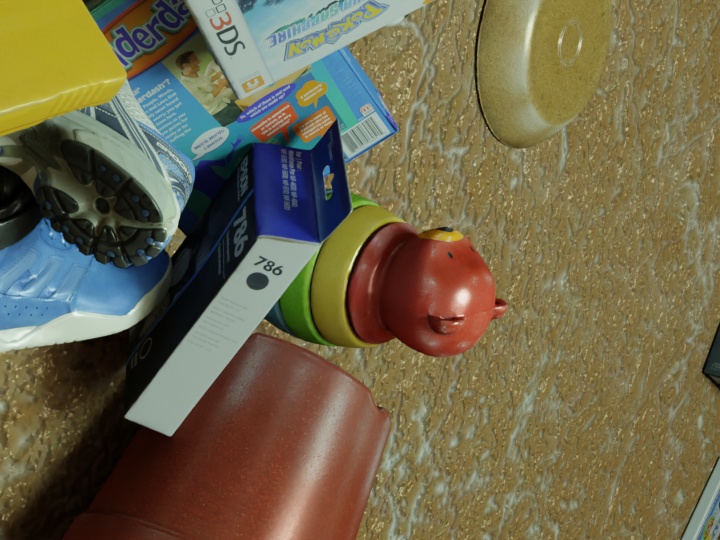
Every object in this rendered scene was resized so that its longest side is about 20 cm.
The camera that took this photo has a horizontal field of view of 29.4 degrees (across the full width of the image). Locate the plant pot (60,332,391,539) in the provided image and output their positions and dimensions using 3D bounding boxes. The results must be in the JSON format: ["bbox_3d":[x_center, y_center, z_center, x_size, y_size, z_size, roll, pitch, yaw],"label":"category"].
[{"bbox_3d":[-0.083,0.156,0.895,0.196,0.200,0.201,-65,145,-25],"label":"plant pot"}]

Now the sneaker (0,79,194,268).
[{"bbox_3d":[-0.168,-0.089,0.713,0.200,0.077,0.085,45,33,-7],"label":"sneaker"}]

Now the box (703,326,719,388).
[{"bbox_3d":[0.528,0.097,1.810,0.200,0.051,0.158,34,77,-53],"label":"box"}]

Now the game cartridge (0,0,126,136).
[{"bbox_3d":[-0.226,-0.128,0.611,0.200,0.032,0.177,-26,80,-47],"label":"game cartridge"}]

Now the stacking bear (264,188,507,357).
[{"bbox_3d":[0.000,0.000,0.917,0.121,0.200,0.114,-4,108,-53],"label":"stacking bear"}]

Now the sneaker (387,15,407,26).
[{"bbox_3d":[-0.049,-0.166,0.900,0.201,0.067,0.108,17,93,-53],"label":"sneaker"}]

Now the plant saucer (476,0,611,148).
[{"bbox_3d":[0.172,-0.203,1.211,0.200,0.035,0.201,-27,125,-46],"label":"plant saucer"}]

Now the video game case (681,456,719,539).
[{"bbox_3d":[0.500,0.363,1.911,0.143,0.018,0.200,-59,143,-18],"label":"video game case"}]

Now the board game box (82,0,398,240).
[{"bbox_3d":[-0.087,-0.113,0.811,0.152,0.045,0.200,-31,139,7],"label":"board game box"}]

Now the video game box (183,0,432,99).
[{"bbox_3d":[-0.004,-0.183,0.677,0.200,0.047,0.182,-27,160,0],"label":"video game box"}]

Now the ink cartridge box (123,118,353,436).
[{"bbox_3d":[-0.078,-0.001,0.820,0.039,0.100,0.200,27,119,-25],"label":"ink cartridge box"}]

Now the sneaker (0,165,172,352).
[{"bbox_3d":[-0.181,-0.021,0.767,0.200,0.077,0.112,-14,124,-44],"label":"sneaker"}]
